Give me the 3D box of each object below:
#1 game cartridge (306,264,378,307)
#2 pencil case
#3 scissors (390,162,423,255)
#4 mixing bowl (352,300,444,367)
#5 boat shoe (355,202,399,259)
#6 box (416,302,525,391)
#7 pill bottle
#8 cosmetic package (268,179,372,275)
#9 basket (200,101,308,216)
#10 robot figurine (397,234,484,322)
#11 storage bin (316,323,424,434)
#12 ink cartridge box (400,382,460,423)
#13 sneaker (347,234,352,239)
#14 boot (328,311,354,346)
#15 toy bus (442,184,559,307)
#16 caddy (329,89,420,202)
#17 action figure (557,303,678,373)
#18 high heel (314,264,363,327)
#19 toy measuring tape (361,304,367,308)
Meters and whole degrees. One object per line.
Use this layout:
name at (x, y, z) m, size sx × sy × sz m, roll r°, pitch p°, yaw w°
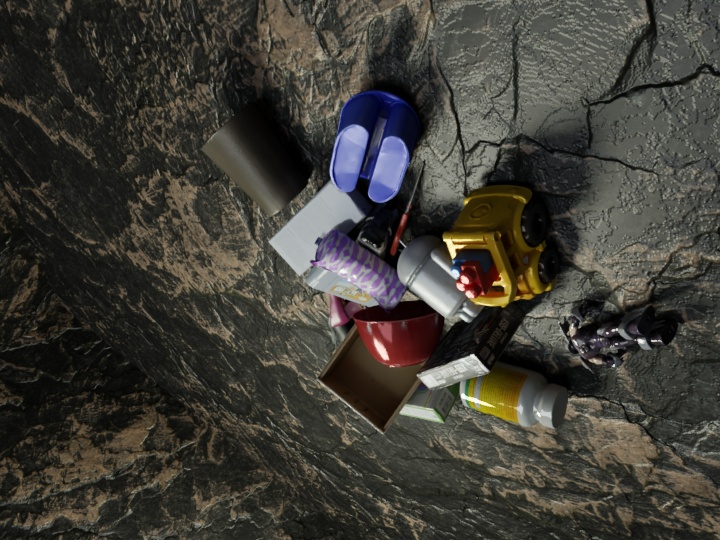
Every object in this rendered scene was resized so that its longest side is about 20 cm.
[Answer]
game cartridge at (-0.002, 0.022, 1.288) m, size 0.198 × 0.042 × 0.133 m, roll 19°, pitch 150°, yaw -23°
pencil case at (0.000, 0.000, 1.174) m, size 0.199 × 0.086 × 0.084 m, roll 32°, pitch 176°, yaw -18°
scissors at (0.087, -0.108, 1.116) m, size 0.014 × 0.073 × 0.201 m, roll 24°, pitch 142°, yaw 7°
mixing bowl at (0.086, 0.134, 1.238) m, size 0.199 × 0.199 × 0.110 m, roll 1°, pitch 100°, yaw 46°
boat shoe at (0.038, -0.077, 1.211) m, size 0.074 × 0.093 × 0.200 m, roll 31°, pitch 174°, yaw -1°
box at (0.215, 0.150, 1.182) m, size 0.050 × 0.158 × 0.200 m, roll 46°, pitch 146°, yaw -4°
pill bottle at (0.316, 0.254, 1.229) m, size 0.199 × 0.113 × 0.113 m, roll 11°, pitch 135°, yaw 39°
cosmetic package at (-0.082, -0.094, 1.223) m, size 0.200 × 0.071 × 0.102 m, roll -40°, pitch 96°, yaw 23°
basket at (-0.214, -0.226, 1.257) m, size 0.200 × 0.136 × 0.180 m, roll 49°, pitch 150°, yaw -14°
robot figurine at (0.152, 0.010, 1.136) m, size 0.199 × 0.113 × 0.170 m, roll 38°, pitch 159°, yaw 10°
storage bin at (0.040, 0.233, 1.400) m, size 0.199 × 0.199 × 0.094 m, roll 36°, pitch -177°, yaw 14°
ink cartridge box at (0.140, 0.302, 1.470) m, size 0.199 × 0.104 × 0.059 m, roll -3°, pitch 134°, yaw 49°
sneaker at (-0.061, -0.058, 1.329) m, size 0.200 × 0.074 × 0.087 m, roll 48°, pitch 151°, yaw -7°
boot at (0.018, 0.179, 1.506) m, size 0.199 × 0.066 × 0.166 m, roll 30°, pitch 151°, yaw 24°
toy bus at (0.220, -0.009, 0.975) m, size 0.135 × 0.192 × 0.201 m, roll 2°, pitch 130°, yaw 43°
caddy at (0.023, -0.217, 1.037) m, size 0.140 × 0.106 × 0.201 m, roll 18°, pitch 144°, yaw -1°
action figure at (0.420, 0.112, 1.009) m, size 0.130 × 0.070 × 0.200 m, roll 43°, pitch 151°, yaw -11°
high heel at (-0.084, 0.042, 1.424) m, size 0.096 × 0.067 × 0.201 m, roll -35°, pitch 97°, yaw 12°
toy measuring tape at (0.088, 0.112, 1.369) m, size 0.200 × 0.073 × 0.074 m, roll 41°, pitch 149°, yaw 24°
